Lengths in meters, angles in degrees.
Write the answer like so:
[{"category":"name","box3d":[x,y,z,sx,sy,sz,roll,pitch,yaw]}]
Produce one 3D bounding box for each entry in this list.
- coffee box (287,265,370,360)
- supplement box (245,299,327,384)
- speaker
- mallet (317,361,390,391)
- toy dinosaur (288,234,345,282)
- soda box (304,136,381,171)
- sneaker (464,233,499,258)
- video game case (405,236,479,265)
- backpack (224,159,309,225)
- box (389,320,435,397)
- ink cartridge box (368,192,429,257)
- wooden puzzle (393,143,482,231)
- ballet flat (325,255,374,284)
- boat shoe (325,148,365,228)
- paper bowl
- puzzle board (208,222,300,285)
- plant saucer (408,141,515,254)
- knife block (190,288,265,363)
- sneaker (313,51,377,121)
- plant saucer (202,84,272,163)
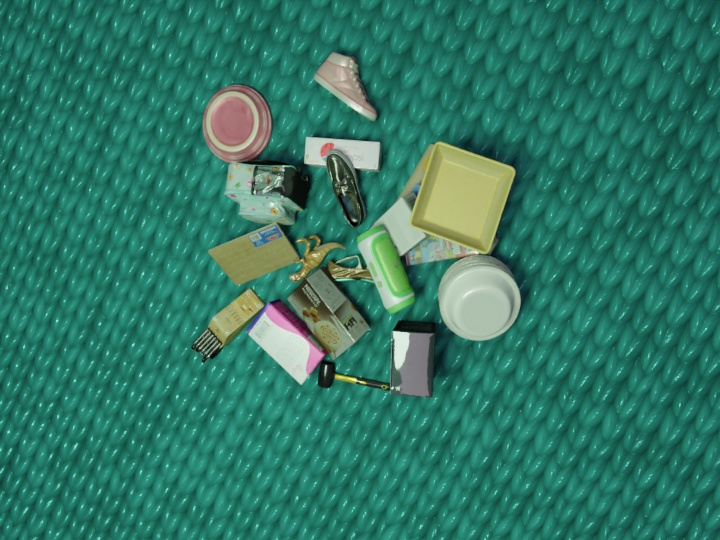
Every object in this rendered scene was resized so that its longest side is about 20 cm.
[{"category":"coffee box","box3d":[-0.082,0.109,1.381,0.202,0.079,0.114,52,133,3]},{"category":"supplement box","box3d":[-0.186,0.183,1.413,0.199,0.103,0.102,43,97,5]},{"category":"speaker","box3d":[0.063,-0.002,1.321,0.086,0.088,0.205,-25,86,9]},{"category":"mallet","box3d":[-0.021,0.300,1.429,0.194,0.041,0.068,18,94,3]},{"category":"toy dinosaur","box3d":[-0.111,-0.045,1.395,0.199,0.060,0.108,-39,69,28]},{"category":"soda box","box3d":[-0.044,-0.298,1.387,0.193,0.064,0.071,6,94,7]},{"category":"sneaker","box3d":[0.308,-0.100,1.349,0.078,0.074,0.208,5,99,-2]},{"category":"video game case","box3d":[0.195,-0.099,1.348,0.194,0.017,0.148,-9,90,31]},{"category":"backpack","box3d":[-0.245,-0.199,1.367,0.194,0.176,0.159,15,91,11]},{"category":"box","box3d":[0.130,0.210,1.317,0.100,0.200,0.154,2,93,8]},{"category":"ink cartridge box","box3d":[0.092,-0.094,1.352,0.111,0.050,0.199,59,142,6]},{"category":"wooden puzzle","box3d":[0.187,-0.198,1.318,0.198,0.046,0.189,35,96,35]},{"category":"ballet flat","box3d":[0.000,0.000,1.401,0.193,0.068,0.075,4,83,13]},{"category":"boat shoe","box3d":[-0.036,-0.203,1.356,0.067,0.057,0.204,-15,115,19]},{"category":"paper bowl","box3d":[0.288,0.077,1.304,0.193,0.105,0.207,1,115,3]},{"category":"puzzle board","box3d":[-0.274,-0.043,1.407,0.194,0.152,0.018,-21,48,8]},{"category":"plant saucer","box3d":[0.231,-0.165,1.241,0.194,0.048,0.206,20,93,6]},{"category":"knife block","box3d":[-0.364,0.158,1.466,0.064,0.176,0.199,45,53,2]},{"category":"sneaker","box3d":[-0.019,-0.474,1.368,0.199,0.075,0.106,39,103,9]},{"category":"plant saucer","box3d":[-0.332,-0.390,1.432,0.193,0.051,0.209,0,92,9]}]
